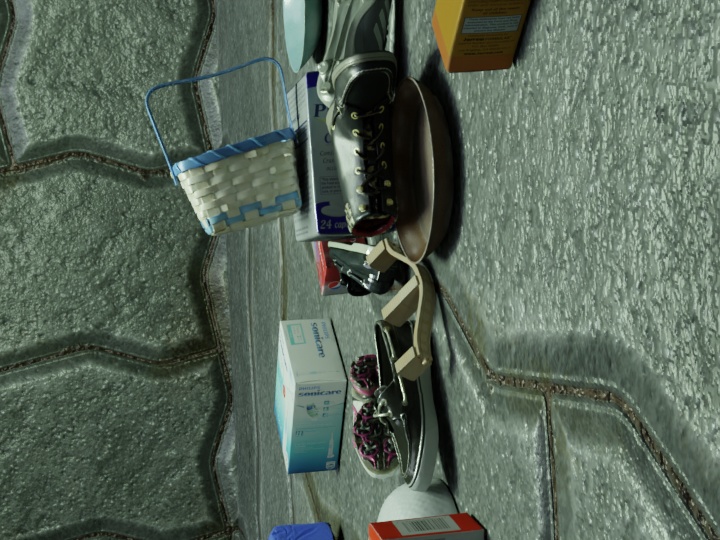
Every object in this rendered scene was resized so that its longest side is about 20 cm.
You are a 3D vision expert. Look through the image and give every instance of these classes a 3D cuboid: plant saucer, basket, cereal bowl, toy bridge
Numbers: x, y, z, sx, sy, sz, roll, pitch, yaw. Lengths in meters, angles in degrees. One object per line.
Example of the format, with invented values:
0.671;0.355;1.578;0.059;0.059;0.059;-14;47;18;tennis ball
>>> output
-0.086;-0.406;2.116;0.201;0.038;0.203;177;90;-78;plant saucer
0.066;-0.109;1.487;0.200;0.032;0.202;176;90;-78;plant saucer
-0.163;-0.151;1.718;0.139;0.175;0.202;-152;48;-81;basket
0.057;0.335;1.544;0.200;0.083;0.202;177;90;-78;cereal bowl
0.053;0.033;1.536;0.067;0.027;0.201;-46;36;25;toy bridge

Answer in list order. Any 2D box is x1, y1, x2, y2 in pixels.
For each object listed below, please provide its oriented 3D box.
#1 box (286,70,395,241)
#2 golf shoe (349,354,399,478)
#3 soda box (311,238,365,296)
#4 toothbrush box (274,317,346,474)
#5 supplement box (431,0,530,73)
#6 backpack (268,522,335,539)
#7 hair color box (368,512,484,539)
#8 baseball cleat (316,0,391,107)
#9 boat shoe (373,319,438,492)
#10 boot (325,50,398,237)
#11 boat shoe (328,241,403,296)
-0.027;-0.142;1.748;0.184;0.104;0.202;174;91;-79;box
0.026;0.194;1.693;0.201;0.072;0.093;-94;0;-57;golf shoe
-0.037;-0.066;1.918;0.070;0.063;0.201;101;161;-53;soda box
-0.081;0.197;2.163;0.147;0.085;0.201;-107;19;-48;toothbrush box
0.111;-0.257;1.145;0.201;0.068;0.067;100;161;-54;supplement box
-0.107;0.518;2.199;0.163;0.166;0.201;-97;6;-47;backpack
0.070;0.359;1.415;0.064;0.110;0.202;-148;54;-76;hair color box
0.008;-0.277;1.627;0.069;0.106;0.201;18;85;39;baseball cleat
0.044;0.150;1.539;0.071;0.063;0.201;124;147;-56;boat shoe
0.012;-0.137;1.510;0.204;0.073;0.155;115;146;-69;boot
0.002;0.000;1.726;0.199;0.074;0.067;-172;90;-69;boat shoe
